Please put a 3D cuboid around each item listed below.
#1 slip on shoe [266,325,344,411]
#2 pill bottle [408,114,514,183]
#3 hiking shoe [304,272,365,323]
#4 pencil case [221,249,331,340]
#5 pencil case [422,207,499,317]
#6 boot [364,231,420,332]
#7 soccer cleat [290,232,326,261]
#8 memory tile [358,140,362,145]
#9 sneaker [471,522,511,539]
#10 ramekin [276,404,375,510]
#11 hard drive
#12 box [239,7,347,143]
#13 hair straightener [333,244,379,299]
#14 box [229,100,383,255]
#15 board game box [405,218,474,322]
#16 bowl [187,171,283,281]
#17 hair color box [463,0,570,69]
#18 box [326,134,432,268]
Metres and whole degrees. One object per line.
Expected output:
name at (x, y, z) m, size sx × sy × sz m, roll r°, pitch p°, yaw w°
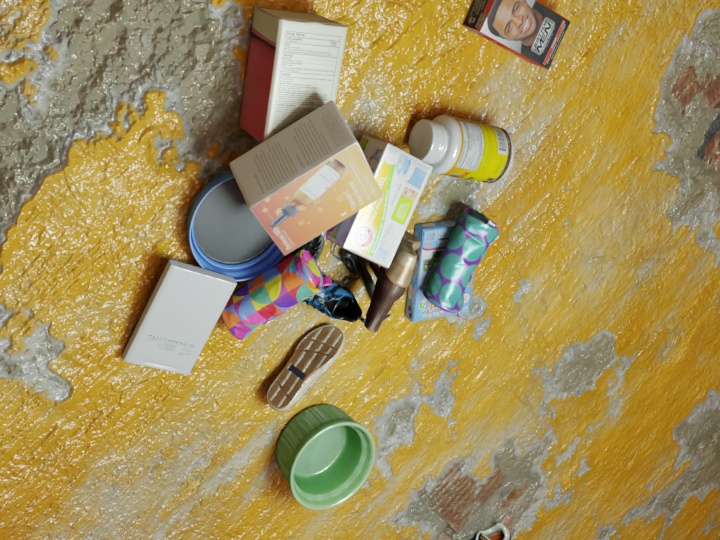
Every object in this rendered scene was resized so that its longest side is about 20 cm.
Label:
slip on shoe at (-0.106, 0.191, 1.851) m, size 0.201 × 0.075 × 0.061 m, roll -53°, pitch 170°, yaw -11°
pill bottle at (0.190, -0.232, 1.804) m, size 0.197 × 0.109 × 0.111 m, roll 6°, pitch 110°, yaw -35°
hiking shoe at (-0.074, 0.039, 1.775) m, size 0.198 × 0.086 × 0.075 m, roll 21°, pitch 101°, yaw -38°
pencil case at (-0.153, 0.045, 1.687) m, size 0.197 × 0.089 × 0.089 m, roll -28°, pitch 130°, yaw 14°
pencil case at (0.202, -0.017, 1.886) m, size 0.091 × 0.085 × 0.203 m, roll 25°, pitch 98°, yaw -9°
boot at (0.049, 0.011, 1.798) m, size 0.071 × 0.201 × 0.168 m, roll 26°, pitch 108°, yaw -9°
soccer cleat at (-0.076, -0.097, 1.706) m, size 0.073 × 0.067 × 0.204 m, roll -37°, pitch 146°, yaw -56°
memory tile at (-0.050, -0.135, 1.751) m, size 0.198 × 0.017 × 0.155 m, roll -35°, pitch 127°, yaw -14°
sneaker at (0.296, 0.707, 2.359) m, size 0.199 × 0.078 × 0.080 m, roll -41°, pitch 134°, yaw -24°
ramekin at (-0.076, 0.373, 1.931) m, size 0.196 × 0.097 × 0.204 m, roll -15°, pitch 120°, yaw -27°
hard drive at (-0.315, 0.084, 1.651) m, size 0.130 × 0.025 × 0.202 m, roll 17°, pitch 113°, yaw -35°
box at (-0.113, -0.316, 1.560) m, size 0.126 × 0.109 × 0.204 m, roll -2°, pitch 114°, yaw -32°
hair straightener at (0.000, 0.000, 1.832) m, size 0.077 × 0.041 × 0.202 m, roll -38°, pitch 133°, yaw -12°
box at (-0.085, -0.147, 1.542) m, size 0.198 × 0.107 × 0.153 m, roll -31°, pitch 146°, yaw 3°
board game box at (0.170, -0.002, 1.950) m, size 0.149 × 0.036 × 0.204 m, roll -9°, pitch 116°, yaw -30°
bowl at (-0.207, -0.081, 1.648) m, size 0.197 × 0.039 × 0.205 m, roll -14°, pitch 123°, yaw -22°
hair color box at (0.296, -0.465, 1.791) m, size 0.197 × 0.061 × 0.103 m, roll 15°, pitch 105°, yaw -37°
box at (0.028, -0.124, 1.716) m, size 0.111 × 0.101 × 0.204 m, roll 21°, pitch 94°, yaw -31°
